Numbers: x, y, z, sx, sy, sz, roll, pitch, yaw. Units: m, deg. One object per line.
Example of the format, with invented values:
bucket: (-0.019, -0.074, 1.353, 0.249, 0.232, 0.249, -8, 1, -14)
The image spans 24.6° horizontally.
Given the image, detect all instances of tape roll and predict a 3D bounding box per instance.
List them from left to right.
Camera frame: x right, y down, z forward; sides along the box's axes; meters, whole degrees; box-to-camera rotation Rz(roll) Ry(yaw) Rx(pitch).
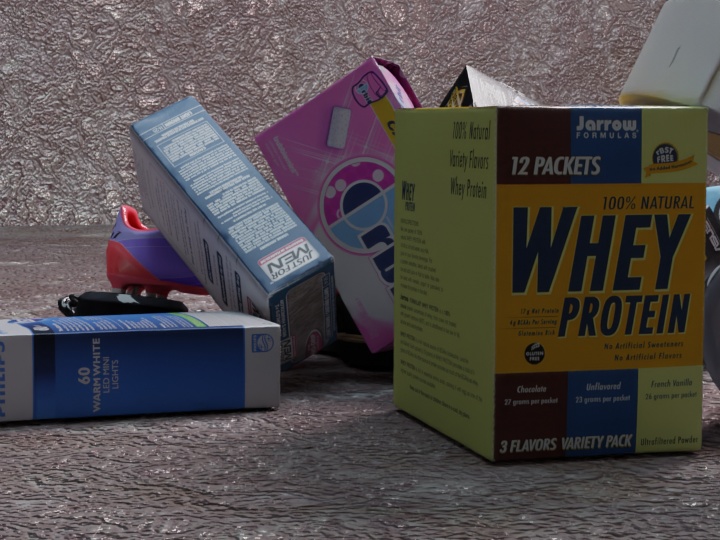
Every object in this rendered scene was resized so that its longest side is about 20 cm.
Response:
tape roll: (0.266, -0.096, 1.041, 0.202, 0.071, 0.202, 28, -1, 0)

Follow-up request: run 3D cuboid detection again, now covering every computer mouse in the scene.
computer mouse: (-0.185, 0.049, 1.345, 0.137, 0.053, 0.200, 7, -4, -7)

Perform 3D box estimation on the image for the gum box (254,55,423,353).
gum box: (0.021, -0.044, 1.241, 0.113, 0.201, 0.066, -32, -9, 18)

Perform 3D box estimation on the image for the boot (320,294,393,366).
boot: (0.000, 0.000, 1.376, 0.077, 0.139, 0.200, -2, 5, -24)

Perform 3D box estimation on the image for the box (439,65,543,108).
box: (0.142, -0.060, 1.234, 0.158, 0.046, 0.200, 25, 29, -18)

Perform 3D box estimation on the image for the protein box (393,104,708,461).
protein box: (0.111, -0.001, 1.028, 0.134, 0.202, 0.198, -1, 5, -16)

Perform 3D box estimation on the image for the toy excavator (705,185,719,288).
toy excavator: (0.283, -0.024, 1.415, 0.199, 0.196, 0.100, -7, -30, 44)

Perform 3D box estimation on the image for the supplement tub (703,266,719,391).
supplement tub: (0.315, 0.032, 1.108, 0.122, 0.124, 0.200, 3, 5, 32)

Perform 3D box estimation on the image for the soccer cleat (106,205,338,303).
soccer cleat: (-0.113, -0.010, 1.335, 0.199, 0.077, 0.067, 4, -2, 15)

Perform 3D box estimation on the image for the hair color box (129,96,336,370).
hair color box: (-0.096, -0.029, 1.247, 0.060, 0.100, 0.200, -28, 57, -20)

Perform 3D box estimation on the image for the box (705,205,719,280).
box: (0.172, 0.009, 1.323, 0.158, 0.048, 0.199, -46, 29, -26)

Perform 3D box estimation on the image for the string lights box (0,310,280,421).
string lights box: (-0.163, 0.062, 1.117, 0.199, 0.059, 0.103, -2, 5, -21)
